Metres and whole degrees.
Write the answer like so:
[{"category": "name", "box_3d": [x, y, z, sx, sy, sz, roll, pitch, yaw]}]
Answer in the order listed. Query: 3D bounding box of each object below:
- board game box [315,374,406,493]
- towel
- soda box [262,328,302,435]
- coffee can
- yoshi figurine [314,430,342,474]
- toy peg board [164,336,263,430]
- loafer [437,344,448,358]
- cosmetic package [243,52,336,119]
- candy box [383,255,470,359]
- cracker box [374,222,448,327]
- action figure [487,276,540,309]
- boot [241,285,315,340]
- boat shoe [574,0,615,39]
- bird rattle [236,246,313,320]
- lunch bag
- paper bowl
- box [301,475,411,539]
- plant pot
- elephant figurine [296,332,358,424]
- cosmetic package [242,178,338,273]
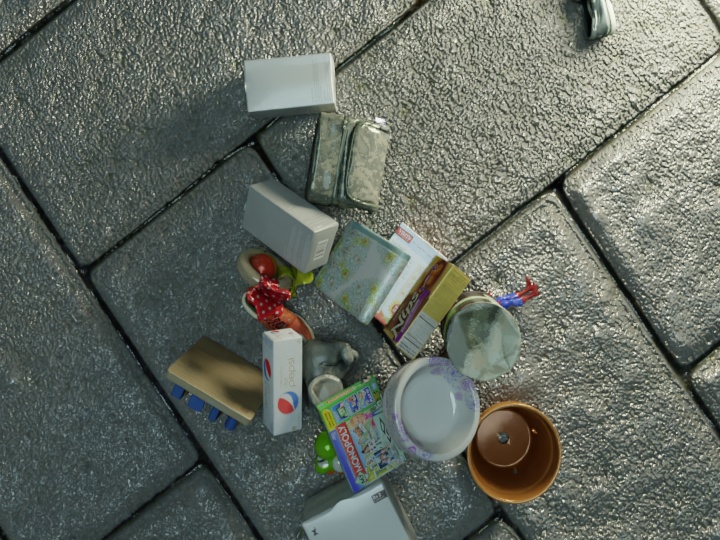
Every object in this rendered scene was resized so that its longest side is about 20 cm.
[{"category": "board game box", "box_3d": [0.004, 0.337, 1.409, 0.132, 0.029, 0.205, -26, 107, -16]}, {"category": "towel", "box_3d": [0.000, 0.000, 1.464, 0.199, 0.048, 0.174, 33, 92, 45]}, {"category": "soda box", "box_3d": [-0.161, 0.229, 1.409, 0.066, 0.063, 0.207, -6, 106, -29]}, {"category": "coffee can", "box_3d": [0.236, 0.126, 1.372, 0.141, 0.200, 0.152, 0, 94, 4]}, {"category": "yoshi figurine", "box_3d": [-0.020, 0.378, 1.496, 0.195, 0.112, 0.115, -23, 78, 4]}, {"category": "toy peg board", "box_3d": [-0.306, 0.263, 1.464, 0.196, 0.199, 0.100, 29, 107, 1]}, {"category": "loafer", "box_3d": [0.187, 0.224, 1.499, 0.073, 0.071, 0.201, 40, 92, 1]}, {"category": "cosmetic package", "box_3d": [-0.153, -0.403, 1.501, 0.193, 0.081, 0.117, -3, 90, 3]}, {"category": "candy box", "box_3d": [0.135, 0.074, 1.425, 0.056, 0.117, 0.202, 36, 93, -16]}, {"category": "cracker box", "box_3d": [0.084, 0.016, 1.508, 0.133, 0.058, 0.202, 37, 92, 0]}, {"category": "action figure", "box_3d": [0.293, 0.079, 1.500, 0.197, 0.066, 0.052, -32, 112, 1]}, {"category": "boot", "box_3d": [-0.182, 0.112, 1.494, 0.199, 0.107, 0.075, 42, 93, -1]}, {"category": "boat shoe", "box_3d": [0.492, -0.601, 1.481, 0.060, 0.073, 0.205, -21, 95, -2]}, {"category": "bird rattle", "box_3d": [-0.196, 0.019, 1.452, 0.162, 0.199, 0.114, 37, 124, 13]}, {"category": "lunch bag", "box_3d": [-0.026, -0.232, 1.474, 0.162, 0.139, 0.207, 9, 90, -9]}, {"category": "paper bowl", "box_3d": [0.137, 0.282, 1.399, 0.195, 0.104, 0.208, 4, 79, -22]}, {"category": "box", "box_3d": [0.003, 0.562, 1.475, 0.195, 0.131, 0.204, -27, 93, 2]}, {"category": "plant pot", "box_3d": [0.315, 0.374, 1.463, 0.193, 0.140, 0.207, 0, 90, 1]}, {"category": "elephant figurine", "box_3d": [-0.076, 0.257, 1.444, 0.150, 0.142, 0.206, 4, 66, 15]}, {"category": "cosmetic package", "box_3d": [-0.153, -0.097, 1.451, 0.199, 0.089, 0.109, 39, 127, 25]}]
